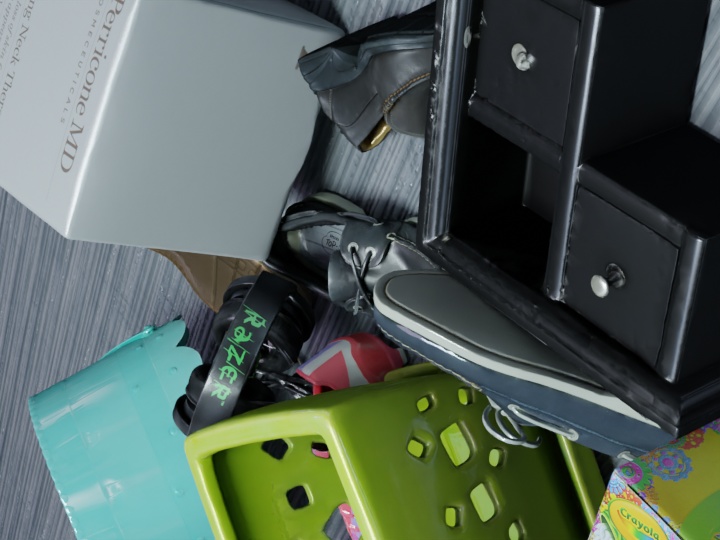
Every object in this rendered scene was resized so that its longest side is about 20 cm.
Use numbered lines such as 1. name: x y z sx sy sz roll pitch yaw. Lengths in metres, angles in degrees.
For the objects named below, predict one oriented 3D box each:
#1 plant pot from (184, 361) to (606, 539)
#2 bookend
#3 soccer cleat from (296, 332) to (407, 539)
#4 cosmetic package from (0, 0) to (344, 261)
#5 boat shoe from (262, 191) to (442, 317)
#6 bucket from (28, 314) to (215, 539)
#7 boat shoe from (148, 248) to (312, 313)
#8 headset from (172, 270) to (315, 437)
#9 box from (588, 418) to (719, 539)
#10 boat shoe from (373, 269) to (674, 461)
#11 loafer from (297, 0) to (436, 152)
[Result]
1. plant pot: 0.038 0.152 0.992 0.199 0.181 0.200 -18 91 58
2. bookend: 0.129 -0.060 0.815 0.200 0.092 0.199 39 137 39
3. soccer cleat: -0.001 0.138 1.146 0.067 0.076 0.200 24 126 50
4. cosmetic package: -0.150 -0.125 1.098 0.200 0.166 0.167 34 110 44
5. boat shoe: 0.000 -0.002 1.074 0.199 0.066 0.075 30 131 47
6. bucket: -0.159 0.151 1.280 0.207 0.135 0.207 158 90 -84
7. boat shoe: -0.107 -0.026 1.233 0.200 0.065 0.072 34 131 19
8. headset: -0.066 0.070 1.132 0.094 0.124 0.200 24 174 1
9. box: 0.207 0.206 0.816 0.200 0.122 0.193 47 142 34
10. boat shoe: 0.098 0.056 0.882 0.200 0.075 0.062 17 128 2
11. loafer: 0.034 -0.113 0.964 0.072 0.073 0.200 65 159 -10
